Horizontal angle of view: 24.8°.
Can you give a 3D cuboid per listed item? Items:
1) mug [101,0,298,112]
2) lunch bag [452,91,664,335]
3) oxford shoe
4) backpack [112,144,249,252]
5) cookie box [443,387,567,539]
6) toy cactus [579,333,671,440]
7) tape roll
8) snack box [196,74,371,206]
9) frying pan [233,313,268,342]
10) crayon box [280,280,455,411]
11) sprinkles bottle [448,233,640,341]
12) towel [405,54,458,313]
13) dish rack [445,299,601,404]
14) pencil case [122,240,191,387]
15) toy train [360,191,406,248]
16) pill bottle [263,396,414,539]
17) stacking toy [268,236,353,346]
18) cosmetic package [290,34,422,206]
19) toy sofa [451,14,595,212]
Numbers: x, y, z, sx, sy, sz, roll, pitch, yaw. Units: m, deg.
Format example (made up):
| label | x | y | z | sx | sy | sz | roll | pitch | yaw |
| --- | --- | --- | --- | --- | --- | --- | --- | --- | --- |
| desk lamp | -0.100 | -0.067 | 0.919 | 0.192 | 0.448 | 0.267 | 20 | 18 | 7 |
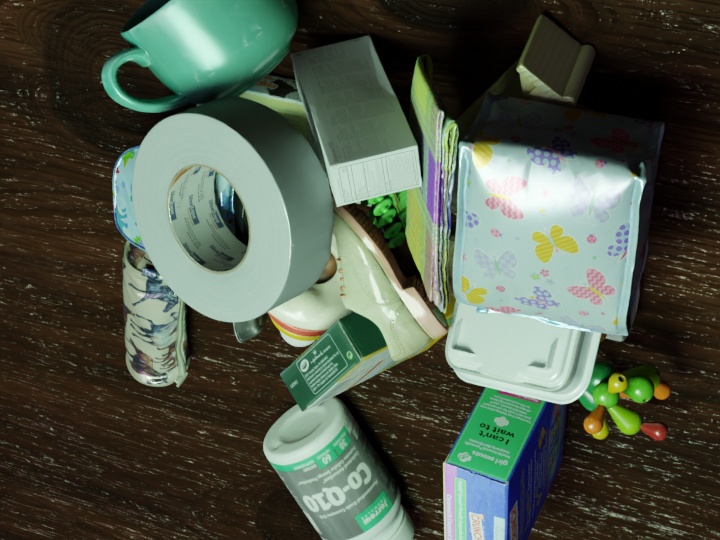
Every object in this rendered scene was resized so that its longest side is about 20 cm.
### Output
| label | x | y | z | sx | sy | sz | roll | pitch | yaw |
| --- | --- | --- | --- | --- | --- | --- | --- | --- | --- |
| mug | -0.146 | -0.222 | 1.562 | 0.185 | 0.152 | 0.115 | -35 | 108 | 17 |
| lunch bag | 0.171 | -0.042 | 1.460 | 0.168 | 0.127 | 0.201 | 11 | 125 | 15 |
| oxford shoe | 0.000 | 0.000 | 1.607 | 0.074 | 0.071 | 0.200 | -38 | 89 | 12 |
| backpack | -0.156 | -0.073 | 1.667 | 0.200 | 0.153 | 0.164 | 27 | 123 | 48 |
| cookie box | 0.156 | 0.202 | 1.741 | 0.075 | 0.200 | 0.172 | 14 | 134 | 19 |
| toy cactus | 0.220 | 0.112 | 1.647 | 0.164 | 0.103 | 0.200 | 18 | 169 | 37 |
| tape roll | -0.120 | -0.057 | 1.520 | 0.199 | 0.066 | 0.202 | 17 | 119 | 34 |
| snack box | -0.072 | -0.140 | 1.687 | 0.199 | 0.037 | 0.117 | 14 | 134 | 19 |
| frying pan | -0.124 | 0.007 | 1.773 | 0.031 | 0.116 | 0.190 | 5 | 156 | 10 |
| crayon box | 0.025 | 0.069 | 1.726 | 0.052 | 0.199 | 0.126 | 58 | 137 | 11 |
| sprinkles bottle | 0.179 | 0.016 | 1.657 | 0.199 | 0.068 | 0.069 | 14 | 134 | 19 |
| towel | 0.064 | -0.079 | 1.482 | 0.023 | 0.144 | 0.201 | -3 | 119 | -7 |
| dish rack | 0.159 | 0.017 | 1.574 | 0.171 | 0.201 | 0.043 | 10 | 176 | 41 |
| pencil case | -0.235 | 0.047 | 1.919 | 0.089 | 0.078 | 0.201 | 35 | 140 | 27 |
| toy train | 0.028 | -0.076 | 1.614 | 0.042 | 0.056 | 0.200 | 48 | 175 | 20 |
| pill bottle | -0.021 | 0.257 | 1.957 | 0.113 | 0.113 | 0.201 | -12 | 121 | 37 |
| stacking toy | -0.055 | 0.029 | 1.790 | 0.145 | 0.147 | 0.200 | 26 | 155 | 7 |
| cosmetic package | -0.006 | -0.142 | 1.523 | 0.082 | 0.200 | 0.051 | -12 | 129 | -5 |
| toy sofa | 0.141 | -0.135 | 1.535 | 0.097 | 0.083 | 0.200 | 36 | 137 | -11 |
